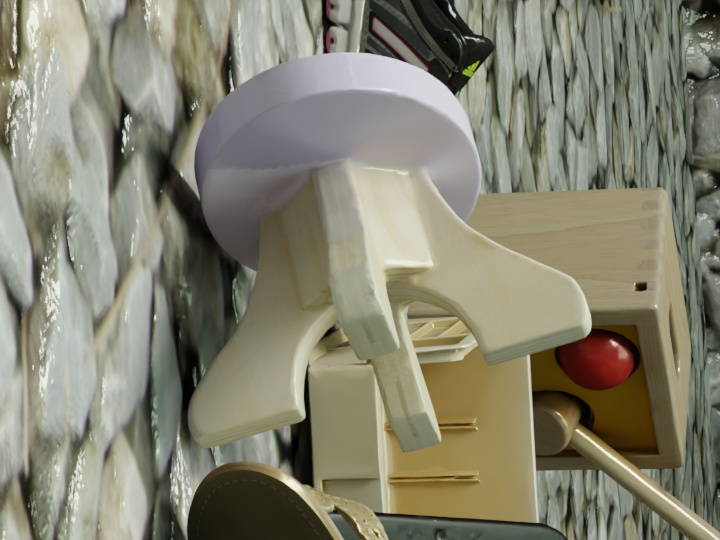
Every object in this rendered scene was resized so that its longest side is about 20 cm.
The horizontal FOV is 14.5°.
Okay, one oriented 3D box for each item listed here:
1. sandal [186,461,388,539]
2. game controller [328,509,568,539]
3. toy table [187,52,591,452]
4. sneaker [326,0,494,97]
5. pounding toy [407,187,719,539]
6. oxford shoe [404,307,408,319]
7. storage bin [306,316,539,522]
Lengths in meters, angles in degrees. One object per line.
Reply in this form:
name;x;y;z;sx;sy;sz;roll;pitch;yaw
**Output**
sandal;-0.017;0.138;1.292;0.070;0.077;0.212;-67;146;-41
game controller;0.026;0.171;1.386;0.200;0.042;0.105;8;84;-40
toy table;0.000;0.000;1.269;0.200;0.184;0.117;40;32;-62
sneaker;0.030;-0.102;1.556;0.074;0.087;0.200;0;88;-77
pounding toy;0.136;0.068;1.776;0.200;0.184;0.142;75;19;-46
oxford shoe;0.001;-0.032;1.443;0.075;0.058;0.200;50;-9;32
storage bin;0.035;0.128;1.531;0.199;0.094;0.200;-27;115;-76
